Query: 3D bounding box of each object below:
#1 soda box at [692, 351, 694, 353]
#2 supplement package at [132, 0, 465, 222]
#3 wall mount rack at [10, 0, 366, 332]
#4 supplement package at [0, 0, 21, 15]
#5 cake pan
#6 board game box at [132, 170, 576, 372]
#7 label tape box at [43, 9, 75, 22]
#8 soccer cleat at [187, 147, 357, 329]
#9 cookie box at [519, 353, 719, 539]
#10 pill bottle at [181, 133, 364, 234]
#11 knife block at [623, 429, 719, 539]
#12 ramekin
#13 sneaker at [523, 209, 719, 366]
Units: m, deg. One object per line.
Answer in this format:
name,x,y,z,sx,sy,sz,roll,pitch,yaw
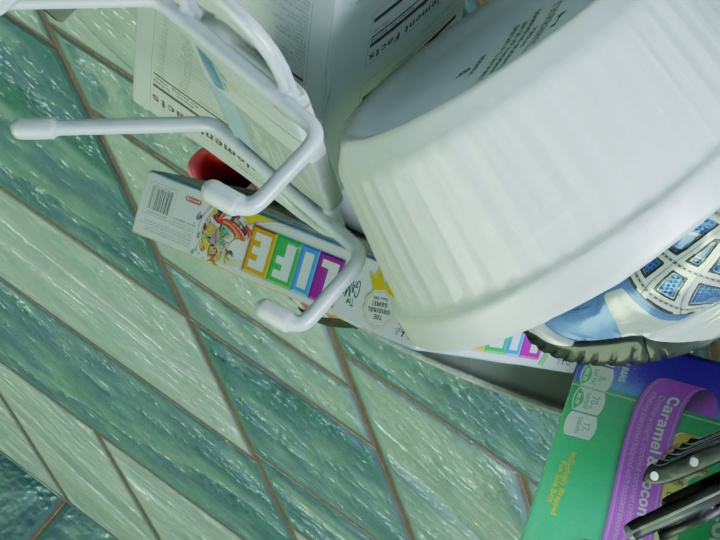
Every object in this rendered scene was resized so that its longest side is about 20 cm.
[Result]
soda box,0.111,-0.017,1.492,0.068,0.064,0.200,49,163,-28
supplement package,-0.023,-0.141,1.285,0.114,0.109,0.201,36,146,19
wall mount rack,-0.081,-0.062,1.218,0.174,0.075,0.200,39,167,23
supplement package,-0.091,-0.213,1.118,0.117,0.200,0.117,51,-153,-6
cake pan,0.079,0.036,1.613,0.199,0.037,0.200,21,-173,-3
board game box,0.000,0.000,1.477,0.199,0.034,0.134,22,-172,39
label tape box,-0.093,-0.198,1.327,0.063,0.144,0.200,43,165,-9
soccer cleat,-0.040,-0.022,1.838,0.200,0.068,0.073,27,156,47
cookie box,0.186,0.141,1.455,0.199,0.172,0.075,15,162,15
pill bottle,-0.002,-0.083,1.490,0.199,0.111,0.111,29,161,36
knife block,0.226,0.116,1.337,0.199,0.177,0.064,20,-158,24
ramekin,0.080,-0.061,1.222,0.094,0.202,0.202,55,162,-12
sneaker,0.154,-0.011,1.324,0.199,0.076,0.077,-15,117,31
